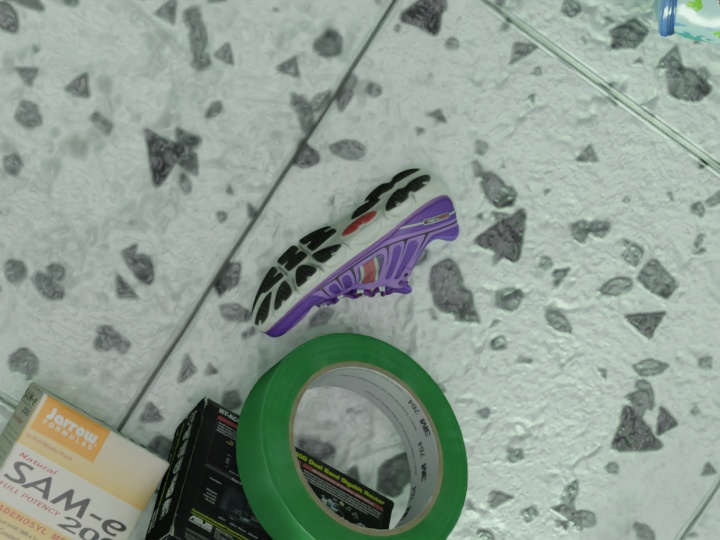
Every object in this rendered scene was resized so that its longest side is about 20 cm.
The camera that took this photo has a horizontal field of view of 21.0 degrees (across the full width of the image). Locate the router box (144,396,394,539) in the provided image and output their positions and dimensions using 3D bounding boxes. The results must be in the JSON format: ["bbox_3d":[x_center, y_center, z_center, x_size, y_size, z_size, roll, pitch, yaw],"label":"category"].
[{"bbox_3d":[-0.075,0.218,1.610,0.199,0.151,0.062,31,131,-16],"label":"router box"}]

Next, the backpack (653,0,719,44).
[{"bbox_3d":[0.278,-0.288,1.576,0.145,0.183,0.202,6,102,10],"label":"backpack"}]

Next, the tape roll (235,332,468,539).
[{"bbox_3d":[-0.006,0.153,1.607,0.199,0.048,0.202,14,61,-27],"label":"tape roll"}]

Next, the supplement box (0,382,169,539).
[{"bbox_3d":[-0.262,0.211,1.595,0.125,0.073,0.201,30,85,-17],"label":"supplement box"}]

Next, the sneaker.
[{"bbox_3d":[0.000,0.000,1.624,0.199,0.081,0.084,-34,112,-4],"label":"sneaker"}]
